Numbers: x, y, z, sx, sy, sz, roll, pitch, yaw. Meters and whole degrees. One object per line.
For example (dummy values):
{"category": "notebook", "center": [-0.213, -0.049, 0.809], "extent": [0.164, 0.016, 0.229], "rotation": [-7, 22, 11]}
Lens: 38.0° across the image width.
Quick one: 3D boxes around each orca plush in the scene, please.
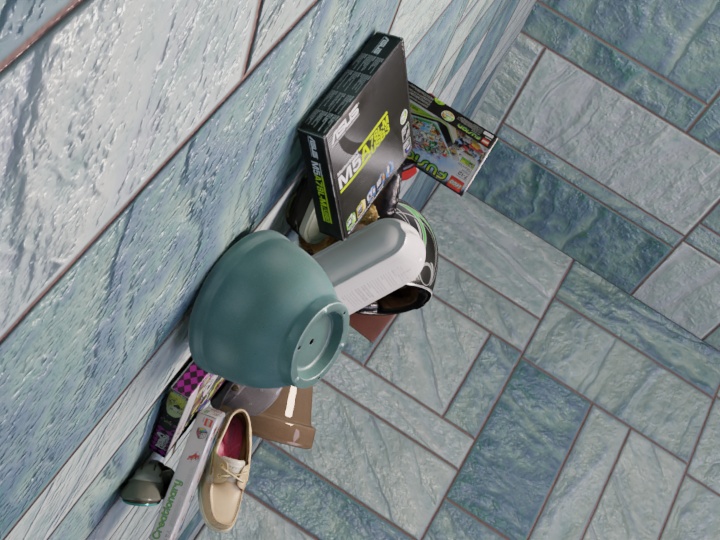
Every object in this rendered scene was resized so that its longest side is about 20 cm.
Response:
{"category": "orca plush", "center": [0.035, -0.079, 1.581], "extent": [0.200, 0.071, 0.105], "rotation": [-57, -170, 22]}

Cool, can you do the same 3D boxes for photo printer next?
{"category": "photo printer", "center": [0.000, 0.000, 1.521], "extent": [0.199, 0.070, 0.166], "rotation": [-29, 161, 4]}

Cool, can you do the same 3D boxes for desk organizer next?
{"category": "desk organizer", "center": [-0.028, 0.039, 1.924], "extent": [0.077, 0.200, 0.072], "rotation": [-52, 180, 9]}

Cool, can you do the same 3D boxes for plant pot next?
{"category": "plant pot", "center": [-0.099, 0.067, 1.316], "extent": [0.200, 0.134, 0.201], "rotation": [-43, 147, -36]}
{"category": "plant pot", "center": [-0.165, 0.237, 2.030], "extent": [0.200, 0.199, 0.176], "rotation": [91, 16, -82]}

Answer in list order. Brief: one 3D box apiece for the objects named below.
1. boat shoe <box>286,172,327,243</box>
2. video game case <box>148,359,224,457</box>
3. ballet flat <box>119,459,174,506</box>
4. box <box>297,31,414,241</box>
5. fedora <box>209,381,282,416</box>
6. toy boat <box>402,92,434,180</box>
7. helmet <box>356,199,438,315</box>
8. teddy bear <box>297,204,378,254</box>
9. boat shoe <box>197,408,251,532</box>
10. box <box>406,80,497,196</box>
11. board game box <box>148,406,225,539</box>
{"category": "boat shoe", "center": [-0.042, -0.139, 1.461], "extent": [0.072, 0.061, 0.202], "rotation": [18, 105, -50]}
{"category": "video game case", "center": [-0.232, 0.160, 1.557], "extent": [0.200, 0.036, 0.182], "rotation": [-54, 176, -42]}
{"category": "ballet flat", "center": [-0.326, 0.323, 1.605], "extent": [0.200, 0.067, 0.064], "rotation": [98, -3, -81]}
{"category": "box", "center": [0.000, -0.172, 1.355], "extent": [0.200, 0.047, 0.194], "rotation": [-54, 155, -31]}
{"category": "fedora", "center": [-0.170, 0.169, 1.763], "extent": [0.200, 0.090, 0.177], "rotation": [-55, -172, 15]}
{"category": "toy boat", "center": [0.118, -0.241, 2.009], "extent": [0.131, 0.130, 0.200], "rotation": [-55, 175, -25]}
{"category": "helmet", "center": [0.039, -0.035, 1.820], "extent": [0.200, 0.199, 0.192], "rotation": [114, -29, -64]}
{"category": "teddy bear", "center": [-0.018, -0.111, 1.525], "extent": [0.067, 0.145, 0.201], "rotation": [24, 77, -47]}
{"category": "boat shoe", "center": [-0.212, 0.313, 1.670], "extent": [0.069, 0.073, 0.201], "rotation": [-43, -141, 49]}
{"category": "box", "center": [0.091, -0.203, 1.527], "extent": [0.035, 0.199, 0.110], "rotation": [-54, 174, -39]}
{"category": "board game box", "center": [-0.263, 0.311, 1.602], "extent": [0.126, 0.034, 0.201], "rotation": [118, -7, -85]}
